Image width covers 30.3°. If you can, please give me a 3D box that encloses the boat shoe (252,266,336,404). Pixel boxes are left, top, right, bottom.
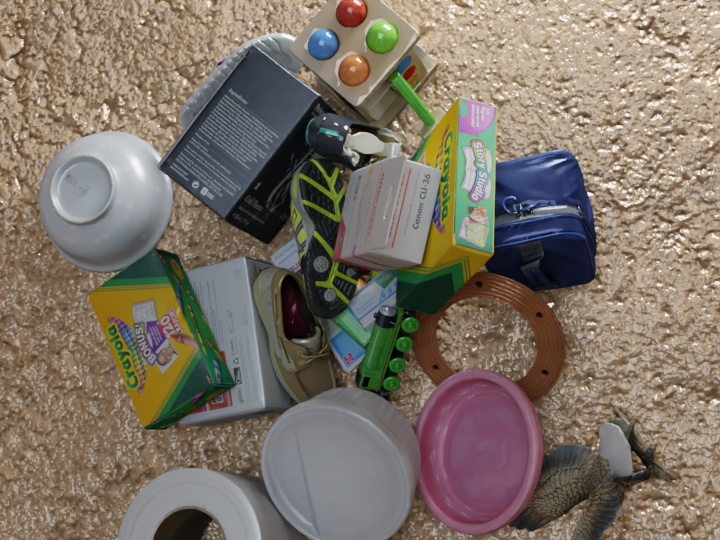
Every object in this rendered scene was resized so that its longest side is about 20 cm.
[{"bbox_3d":[-0.077,0.090,1.698,0.074,0.066,0.201,-30,102,-29],"label":"boat shoe"}]

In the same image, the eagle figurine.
[{"bbox_3d":[0.276,0.277,1.603,0.200,0.152,0.151,-37,95,1],"label":"eagle figurine"}]

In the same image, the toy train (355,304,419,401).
[{"bbox_3d":[0.025,0.125,1.678,0.056,0.042,0.201,10,118,-10],"label":"toy train"}]

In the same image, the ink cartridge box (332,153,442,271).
[{"bbox_3d":[0.035,-0.065,1.567,0.067,0.200,0.117,14,83,-16],"label":"ink cartridge box"}]

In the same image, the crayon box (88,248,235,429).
[{"bbox_3d":[-0.257,0.089,1.708,0.118,0.058,0.201,-32,72,17],"label":"crayon box"}]

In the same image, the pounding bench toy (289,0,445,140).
[{"bbox_3d":[0.031,-0.257,1.724,0.200,0.156,0.124,42,92,15],"label":"pounding bench toy"}]

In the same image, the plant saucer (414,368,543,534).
[{"bbox_3d":[0.151,0.224,1.642,0.200,0.051,0.202,-13,72,43],"label":"plant saucer"}]

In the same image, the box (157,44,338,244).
[{"bbox_3d":[-0.131,-0.158,1.726,0.124,0.200,0.197,37,91,15],"label":"box"}]

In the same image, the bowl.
[{"bbox_3d":[-0.366,-0.104,1.831,0.200,0.090,0.202,-2,81,12],"label":"bowl"}]

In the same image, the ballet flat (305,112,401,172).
[{"bbox_3d":[0.009,-0.155,1.689,0.073,0.200,0.074,-4,82,31],"label":"ballet flat"}]

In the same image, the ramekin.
[{"bbox_3d":[-0.017,0.239,1.660,0.201,0.094,0.204,8,112,20],"label":"ramekin"}]

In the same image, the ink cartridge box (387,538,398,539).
[{"bbox_3d":[-0.017,0.450,1.684,0.199,0.050,0.163,-23,77,6],"label":"ink cartridge box"}]

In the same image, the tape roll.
[{"bbox_3d":[-0.189,0.355,1.682,0.201,0.139,0.204,-4,78,19],"label":"tape roll"}]

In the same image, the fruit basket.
[{"bbox_3d":[0.000,0.000,1.727,0.185,0.094,0.200,-37,72,6],"label":"fruit basket"}]

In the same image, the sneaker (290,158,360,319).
[{"bbox_3d":[-0.048,-0.039,1.684,0.075,0.076,0.201,-2,87,-20],"label":"sneaker"}]

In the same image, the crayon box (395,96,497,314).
[{"bbox_3d":[0.101,-0.075,1.578,0.058,0.173,0.201,12,61,-15],"label":"crayon box"}]

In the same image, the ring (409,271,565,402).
[{"bbox_3d":[0.159,0.087,1.659,0.199,0.019,0.201,9,121,16],"label":"ring"}]

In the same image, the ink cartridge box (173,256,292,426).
[{"bbox_3d":[-0.196,0.100,1.757,0.175,0.084,0.201,-12,78,21],"label":"ink cartridge box"}]

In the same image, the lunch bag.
[{"bbox_3d":[0.216,-0.049,1.621,0.135,0.200,0.133,-11,68,14],"label":"lunch bag"}]

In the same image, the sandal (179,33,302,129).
[{"bbox_3d":[-0.169,-0.264,1.826,0.202,0.083,0.050,-33,33,8],"label":"sandal"}]
